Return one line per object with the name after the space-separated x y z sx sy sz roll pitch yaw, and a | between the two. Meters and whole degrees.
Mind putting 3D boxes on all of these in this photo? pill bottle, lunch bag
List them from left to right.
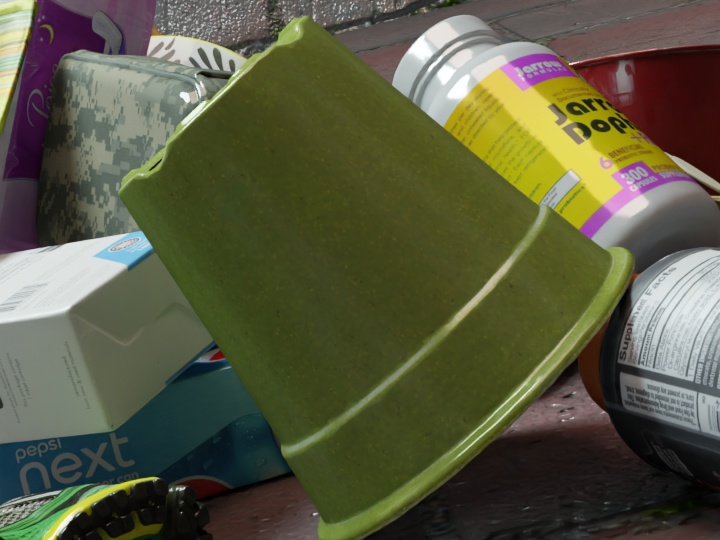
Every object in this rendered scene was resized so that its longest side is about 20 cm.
-0.074 -0.047 1.126 0.167 0.141 0.199 2 7 -35 | lunch bag
0.102 -0.058 1.085 0.104 0.105 0.200 -20 51 -30 | pill bottle
0.174 0.046 0.838 0.105 0.107 0.200 -18 14 -23 | pill bottle

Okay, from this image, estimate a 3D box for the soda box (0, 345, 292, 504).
-0.100 0.084 1.039 0.198 0.068 0.064 -15 15 -8 | soda box

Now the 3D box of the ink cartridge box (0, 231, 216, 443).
-0.187 0.039 1.007 0.198 0.068 0.116 -8 18 31 | ink cartridge box

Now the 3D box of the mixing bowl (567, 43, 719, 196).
0.184 -0.073 1.276 0.198 0.110 0.200 -6 -6 -1 | mixing bowl

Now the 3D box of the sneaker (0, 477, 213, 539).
-0.166 0.146 0.863 0.199 0.079 0.085 -12 3 -38 | sneaker

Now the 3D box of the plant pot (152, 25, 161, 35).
-0.290 -0.176 2.120 0.139 0.201 0.200 -26 6 26 | plant pot

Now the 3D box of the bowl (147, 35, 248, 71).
-0.130 -0.045 1.296 0.199 0.202 0.094 -10 27 12 | bowl

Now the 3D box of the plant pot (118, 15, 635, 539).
-0.009 -0.008 0.903 0.200 0.190 0.200 -43 6 6 | plant pot

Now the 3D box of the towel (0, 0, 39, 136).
-0.236 -0.070 1.084 0.085 0.018 0.201 -14 48 27 | towel

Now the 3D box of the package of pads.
-0.200 -0.098 1.201 0.075 0.202 0.120 10 -1 34 | package of pads

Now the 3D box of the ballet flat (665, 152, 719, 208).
0.154 -0.049 1.176 0.198 0.064 0.069 17 19 -2 | ballet flat
